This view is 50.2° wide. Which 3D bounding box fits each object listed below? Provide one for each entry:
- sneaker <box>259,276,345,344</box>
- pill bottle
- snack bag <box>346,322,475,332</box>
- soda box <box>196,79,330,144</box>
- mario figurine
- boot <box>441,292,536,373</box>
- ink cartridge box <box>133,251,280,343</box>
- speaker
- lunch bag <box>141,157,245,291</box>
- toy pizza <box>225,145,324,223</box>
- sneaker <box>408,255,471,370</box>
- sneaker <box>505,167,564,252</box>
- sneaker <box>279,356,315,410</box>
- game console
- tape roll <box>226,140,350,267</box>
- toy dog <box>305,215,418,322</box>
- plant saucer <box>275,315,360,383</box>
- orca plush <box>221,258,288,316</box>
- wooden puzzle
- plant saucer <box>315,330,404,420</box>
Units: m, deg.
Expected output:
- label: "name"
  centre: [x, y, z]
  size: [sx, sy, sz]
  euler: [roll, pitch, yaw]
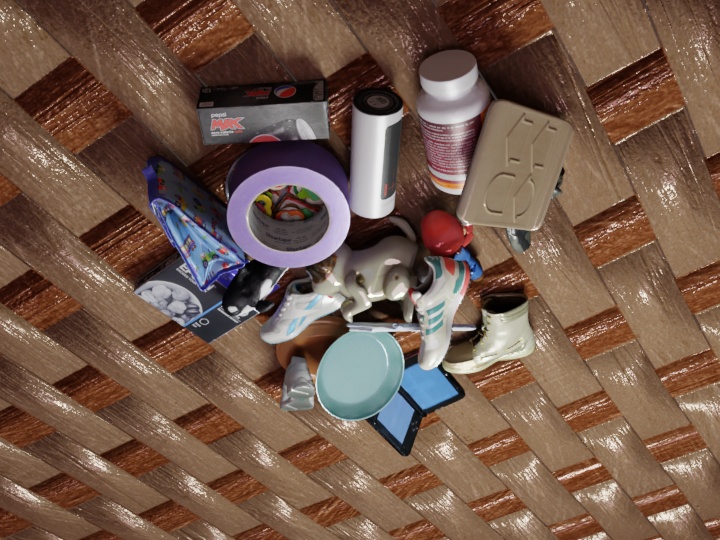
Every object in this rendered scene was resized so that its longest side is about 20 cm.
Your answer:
- label: "sneaker"
  centre: [-0.123, 0.067, 1.478]
  size: [0.199, 0.077, 0.081]
  euler: [-34, 119, 18]
- label: "pill bottle"
  centre: [0.147, -0.226, 1.179]
  size: [0.112, 0.114, 0.201]
  euler: [-11, 134, 7]
- label: "snack bag"
  centre: [0.097, 0.109, 1.450]
  size: [0.187, 0.022, 0.200]
  euler: [3, 176, -27]
- label: "soda box"
  centre: [-0.147, -0.243, 1.185]
  size: [0.198, 0.064, 0.071]
  euler: [-3, 134, 1]
- label: "mario figurine"
  centre: [0.154, -0.045, 1.376]
  size: [0.105, 0.124, 0.200]
  euler: [5, 150, 27]
- label: "boot"
  centre: [0.249, 0.124, 1.545]
  size: [0.198, 0.072, 0.155]
  euler: [-15, 133, 5]
- label: "ink cartridge box"
  centre: [-0.288, 0.036, 1.457]
  size: [0.199, 0.044, 0.198]
  euler: [-32, 127, 23]
- label: "speaker"
  centre: [0.022, -0.184, 1.236]
  size: [0.080, 0.082, 0.201]
  euler: [1, 133, -3]
- label: "lunch bag"
  centre: [-0.283, -0.094, 1.254]
  size: [0.094, 0.151, 0.201]
  euler: [-30, 125, 7]
- label: "toy pizza"
  centre: [-0.132, -0.130, 1.314]
  size: [0.198, 0.032, 0.201]
  euler: [-1, 133, -1]
- label: "sneaker"
  centre: [0.115, 0.068, 1.306]
  size: [0.093, 0.070, 0.202]
  euler: [15, 102, -16]
- label: "sneaker"
  centre: [0.297, -0.114, 1.318]
  size: [0.113, 0.077, 0.201]
  euler: [-7, 128, 12]
- label: "sneaker"
  centre: [-0.128, 0.239, 1.592]
  size: [0.070, 0.081, 0.201]
  euler: [1, 153, -13]
- label: "game console"
  centre: [0.119, 0.291, 1.669]
  size: [0.118, 0.173, 0.200]
  euler: [-3, 140, 39]
- label: "tape roll"
  centre: [-0.116, -0.107, 1.254]
  size: [0.198, 0.085, 0.201]
  euler: [-2, 129, -3]
- label: "toy dog"
  centre: [0.000, 0.000, 1.368]
  size: [0.198, 0.140, 0.196]
  euler: [5, 106, -1]
- label: "plant saucer"
  centre: [-0.078, 0.174, 1.600]
  size: [0.198, 0.038, 0.201]
  euler: [-2, 133, -2]
- label: "orca plush"
  centre: [-0.183, 0.014, 1.369]
  size: [0.199, 0.106, 0.071]
  euler: [-24, 156, 25]
- label: "wooden puzzle"
  centre: [0.234, -0.160, 1.191]
  size: [0.199, 0.046, 0.187]
  euler: [4, 108, -43]
- label: "plant saucer"
  centre: [-0.005, 0.205, 1.557]
  size: [0.198, 0.036, 0.202]
  euler: [-8, 110, -24]
